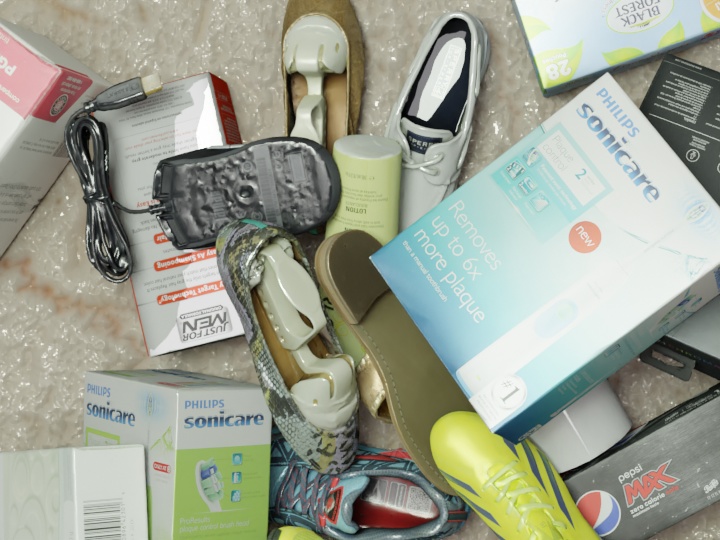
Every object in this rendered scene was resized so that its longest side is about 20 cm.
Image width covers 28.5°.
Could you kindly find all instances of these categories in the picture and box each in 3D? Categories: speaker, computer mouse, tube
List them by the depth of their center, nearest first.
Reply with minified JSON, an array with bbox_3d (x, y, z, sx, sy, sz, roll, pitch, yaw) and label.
[{"bbox_3d":[0.118,0.048,1.040,0.081,0.081,0.201,-30,93,8],"label":"speaker"},{"bbox_3d":[-0.117,-0.081,1.040,0.199,0.046,0.141,-15,97,10],"label":"computer mouse"},{"bbox_3d":[0.000,0.000,1.064,0.052,0.058,0.201,-12,120,-31],"label":"tube"}]

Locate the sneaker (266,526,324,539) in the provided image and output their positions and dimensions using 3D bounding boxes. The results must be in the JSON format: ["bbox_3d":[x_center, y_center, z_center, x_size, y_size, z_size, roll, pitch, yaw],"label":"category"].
[{"bbox_3d":[0.008,0.251,1.037,0.090,0.078,0.200,-24,121,36],"label":"sneaker"}]

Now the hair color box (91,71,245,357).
[{"bbox_3d":[-0.133,-0.042,1.097,0.101,0.061,0.201,-13,88,8],"label":"hair color box"}]

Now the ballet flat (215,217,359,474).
[{"bbox_3d":[-0.041,0.056,0.998,0.072,0.072,0.201,-22,101,8],"label":"ballet flat"}]

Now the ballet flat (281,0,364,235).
[{"bbox_3d":[-0.035,-0.128,1.076,0.067,0.072,0.201,3,91,12],"label":"ballet flat"}]

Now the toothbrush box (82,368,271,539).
[{"bbox_3d":[-0.140,0.179,1.053,0.145,0.086,0.201,4,91,53],"label":"toothbrush box"}]

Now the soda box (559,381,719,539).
[{"bbox_3d":[0.206,0.158,1.048,0.199,0.063,0.071,-30,86,7],"label":"soda box"}]

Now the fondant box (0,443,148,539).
[{"bbox_3d":[-0.223,0.205,1.046,0.058,0.200,0.145,1,82,-33],"label":"fondant box"}]

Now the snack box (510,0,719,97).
[{"bbox_3d":[0.183,-0.251,1.045,0.168,0.068,0.201,-19,90,8],"label":"snack box"}]

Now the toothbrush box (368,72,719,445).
[{"bbox_3d":[0.132,-0.005,0.930,0.200,0.085,0.147,-36,71,6],"label":"toothbrush box"}]

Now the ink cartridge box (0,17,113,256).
[{"bbox_3d":[-0.290,-0.086,1.077,0.085,0.146,0.200,36,95,5],"label":"ink cartridge box"}]

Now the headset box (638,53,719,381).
[{"bbox_3d":[0.254,-0.021,0.990,0.173,0.093,0.201,24,84,22],"label":"headset box"}]

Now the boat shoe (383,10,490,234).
[{"bbox_3d":[0.046,-0.099,1.066,0.073,0.065,0.201,13,95,8],"label":"boat shoe"}]

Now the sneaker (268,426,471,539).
[{"bbox_3d":[-0.017,0.162,1.065,0.199,0.096,0.080,3,91,8],"label":"sneaker"}]

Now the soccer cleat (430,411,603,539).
[{"bbox_3d":[0.124,0.178,0.984,0.065,0.084,0.200,-41,88,6],"label":"soccer cleat"}]

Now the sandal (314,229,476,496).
[{"bbox_3d":[0.022,0.068,1.048,0.077,0.070,0.212,-34,101,-28],"label":"sandal"}]
